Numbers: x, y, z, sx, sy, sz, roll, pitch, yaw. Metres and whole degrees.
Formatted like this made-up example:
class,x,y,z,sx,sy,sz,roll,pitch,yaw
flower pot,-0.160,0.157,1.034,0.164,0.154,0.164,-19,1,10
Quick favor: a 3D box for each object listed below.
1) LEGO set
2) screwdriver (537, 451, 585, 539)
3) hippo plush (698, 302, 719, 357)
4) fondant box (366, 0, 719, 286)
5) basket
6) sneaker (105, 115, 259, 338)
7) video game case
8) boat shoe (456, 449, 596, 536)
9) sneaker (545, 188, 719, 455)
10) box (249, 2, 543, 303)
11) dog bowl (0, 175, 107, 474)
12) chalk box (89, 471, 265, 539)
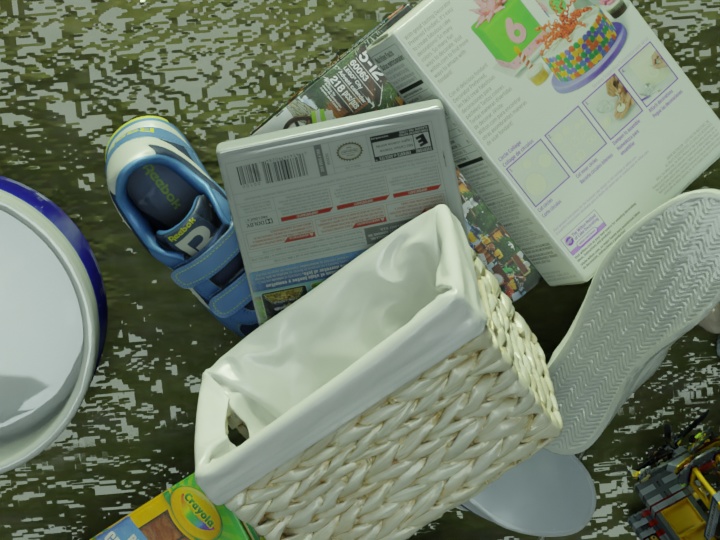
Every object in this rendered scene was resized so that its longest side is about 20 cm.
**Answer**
class,x,y,z,sx,sy,sz,roll,pitch,yaw
LEGO set,0.253,0.138,1.166,0.154,0.200,0.116,-30,59,-7
screwdriver,0.159,0.101,1.217,0.029,0.028,0.200,33,102,25
hippo plush,0.305,0.005,1.129,0.159,0.161,0.200,31,100,-6
fondant box,0.123,-0.112,1.134,0.144,0.058,0.200,-41,99,-16
basket,0.012,0.080,1.073,0.200,0.136,0.123,-36,112,15
sneaker,-0.096,-0.013,1.166,0.200,0.082,0.074,44,97,-10
video game case,0.000,0.000,1.121,0.143,0.018,0.201,-11,113,3
boat shoe,0.064,0.123,1.202,0.200,0.065,0.074,26,81,1
sneaker,0.182,0.019,1.130,0.074,0.116,0.200,39,114,7
box,0.042,-0.058,1.179,0.136,0.038,0.200,-39,99,7
dog bowl,-0.271,0.035,1.177,0.199,0.079,0.201,0,101,-1
chalk box,-0.095,0.211,1.169,0.200,0.124,0.125,-34,71,7
